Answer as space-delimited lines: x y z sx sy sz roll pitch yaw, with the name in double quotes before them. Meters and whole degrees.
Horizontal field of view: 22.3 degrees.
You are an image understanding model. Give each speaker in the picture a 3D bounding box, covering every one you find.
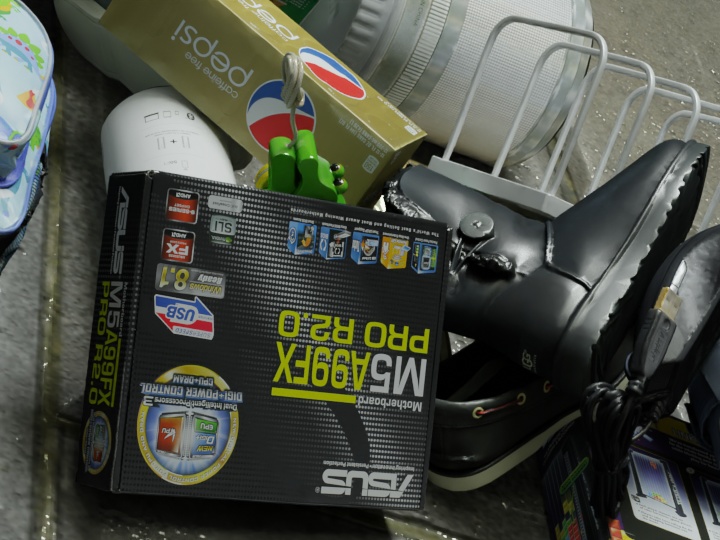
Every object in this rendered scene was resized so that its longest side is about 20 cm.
"speaker" -0.106 -0.021 1.068 0.081 0.082 0.201 17 33 -25

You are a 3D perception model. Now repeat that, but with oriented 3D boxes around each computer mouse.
"computer mouse" 0.167 0.030 1.016 0.046 0.141 0.201 26 68 20

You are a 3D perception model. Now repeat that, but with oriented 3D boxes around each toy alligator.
"toy alligator" -0.030 -0.039 1.042 0.054 0.201 0.060 1 43 -14

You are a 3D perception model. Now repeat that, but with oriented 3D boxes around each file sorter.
"file sorter" 0.179 -0.080 1.283 0.199 0.126 0.138 22 2 -35

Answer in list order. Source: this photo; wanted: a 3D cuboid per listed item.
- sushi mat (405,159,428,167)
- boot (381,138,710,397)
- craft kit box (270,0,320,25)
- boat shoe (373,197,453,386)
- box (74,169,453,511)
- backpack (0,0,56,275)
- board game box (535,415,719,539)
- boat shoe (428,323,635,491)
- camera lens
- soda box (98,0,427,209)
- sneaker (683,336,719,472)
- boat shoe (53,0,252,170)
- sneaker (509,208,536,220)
"sushi mat" 0.103 -0.029 1.346 0.198 0.012 0.096 21 30 -21
"boot" 0.100 -0.031 1.090 0.167 0.077 0.201 25 58 20
"craft kit box" -0.129 -0.220 1.255 0.199 0.049 0.197 26 -11 -10
"boat shoe" 0.000 -0.001 1.160 0.065 0.072 0.202 -14 61 -15
"box" -0.046 0.041 0.966 0.198 0.162 0.044 9 -5 -35
"backpack" -0.247 -0.087 0.966 0.182 0.148 0.201 26 27 -16
"board game box" 0.210 0.166 1.117 0.198 0.057 0.166 22 29 -17
"boat shoe" 0.108 0.056 1.107 0.073 0.064 0.201 17 37 40
"camera lens" 0.064 -0.178 1.380 0.198 0.161 0.161 18 32 -24
"soda box" -0.060 -0.118 1.117 0.200 0.064 0.068 40 22 7
"sneaker" 0.257 0.085 1.159 0.202 0.077 0.147 31 26 -49
"boat shoe" -0.124 -0.141 1.210 0.062 0.073 0.200 -35 57 -25
"sneaker" 0.100 -0.005 1.269 0.199 0.074 0.118 24 5 12
